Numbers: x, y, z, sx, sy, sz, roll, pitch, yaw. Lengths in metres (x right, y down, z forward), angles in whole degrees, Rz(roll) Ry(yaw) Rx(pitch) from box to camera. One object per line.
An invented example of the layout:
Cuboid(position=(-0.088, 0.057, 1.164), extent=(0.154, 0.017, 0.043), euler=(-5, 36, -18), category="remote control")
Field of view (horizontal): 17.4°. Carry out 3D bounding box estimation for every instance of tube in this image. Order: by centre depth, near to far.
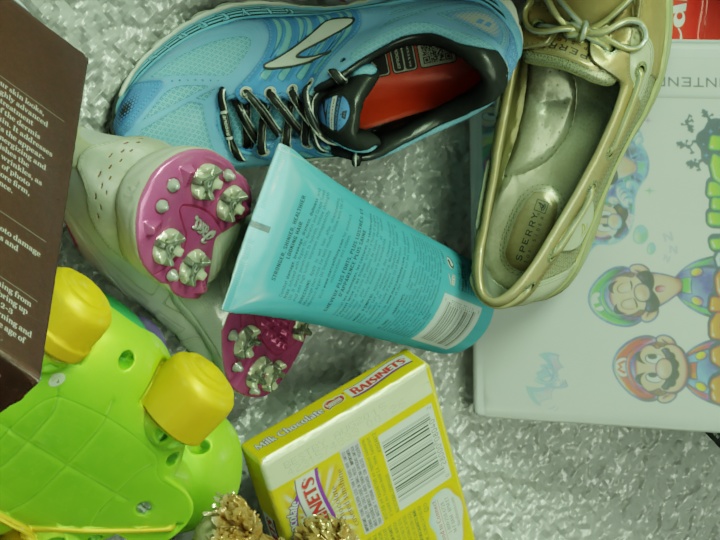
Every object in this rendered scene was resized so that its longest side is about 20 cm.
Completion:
Cuboid(position=(0.000, 0.000, 1.116), extent=(0.200, 0.050, 0.077), euler=(22, 81, -60), category="tube")

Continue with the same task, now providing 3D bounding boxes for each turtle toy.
Cuboid(position=(-0.132, 0.070, 1.078), extent=(0.146, 0.101, 0.200), euler=(-45, 124, 13), category="turtle toy")

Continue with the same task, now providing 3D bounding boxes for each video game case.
Cuboid(position=(0.145, -0.017, 1.191), extent=(0.024, 0.182, 0.200), euler=(-37, 127, -68), category="video game case")

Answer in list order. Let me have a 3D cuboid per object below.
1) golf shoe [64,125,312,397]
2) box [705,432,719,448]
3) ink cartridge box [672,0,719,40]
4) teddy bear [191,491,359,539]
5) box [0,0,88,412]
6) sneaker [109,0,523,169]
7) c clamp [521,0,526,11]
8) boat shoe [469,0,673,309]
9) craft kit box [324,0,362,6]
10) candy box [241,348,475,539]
Cuboid(position=(-0.082, -0.008, 1.100), extent=(0.075, 0.092, 0.200), euler=(-57, 151, -18), category="golf shoe")
Cuboid(position=(0.261, 0.005, 1.254), extent=(0.122, 0.106, 0.200), euler=(10, 115, -32), category="box")
Cuboid(position=(0.223, -0.143, 1.266), extent=(0.200, 0.050, 0.161), euler=(1, 100, -32), category="ink cartridge box")
Cuboid(position=(-0.015, 0.182, 1.104), extent=(0.067, 0.145, 0.200), euler=(-26, 118, 19), category="teddy bear")
Cuboid(position=(-0.180, -0.036, 0.976), extent=(0.075, 0.200, 0.100), euler=(-32, 126, 31), category="box")
Cuboid(position=(-0.022, -0.085, 1.087), extent=(0.200, 0.090, 0.078), euler=(-16, 114, 5), category="sneaker")
Cuboid(position=(0.163, -0.127, 1.196), extent=(0.200, 0.027, 0.171), euler=(38, 95, 4), category="c clamp")
Cuboid(position=(0.099, -0.078, 1.143), extent=(0.201, 0.073, 0.063), euler=(-71, 165, 12), category="boat shoe")
Cuboid(position=(-0.019, -0.258, 1.104), extent=(0.198, 0.049, 0.200), euler=(37, 82, -34), category="craft kit box")
Cuboid(position=(0.010, 0.145, 1.199), extent=(0.102, 0.026, 0.200), euler=(-28, 126, -19), category="candy box")
